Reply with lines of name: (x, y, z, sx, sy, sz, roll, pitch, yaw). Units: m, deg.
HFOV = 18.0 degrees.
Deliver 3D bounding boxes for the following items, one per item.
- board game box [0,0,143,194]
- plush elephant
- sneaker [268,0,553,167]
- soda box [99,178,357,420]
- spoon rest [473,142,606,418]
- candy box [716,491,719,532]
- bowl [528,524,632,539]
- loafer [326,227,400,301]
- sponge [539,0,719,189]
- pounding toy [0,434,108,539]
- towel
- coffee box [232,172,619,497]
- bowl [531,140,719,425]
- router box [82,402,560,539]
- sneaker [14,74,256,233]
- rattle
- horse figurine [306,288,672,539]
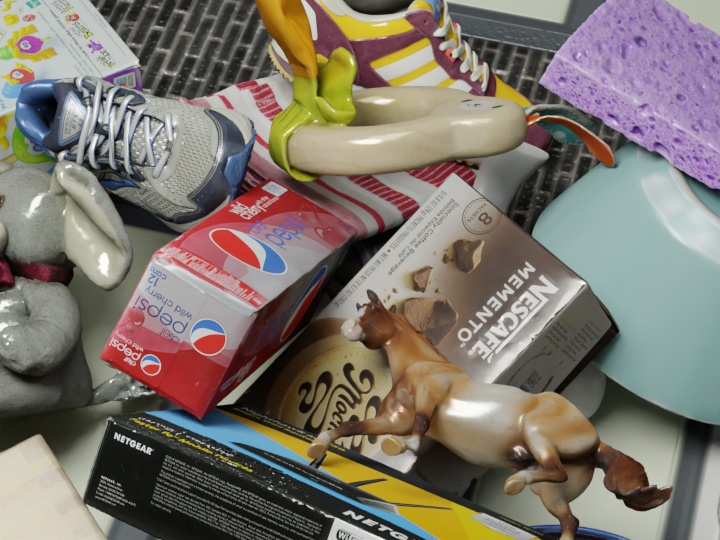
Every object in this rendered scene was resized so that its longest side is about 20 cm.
board game box: (-0.247, -0.088, 1.438, 0.200, 0.103, 0.105, -23, 50, -21)
plush elephant: (-0.206, 0.008, 1.310, 0.200, 0.165, 0.155, -8, 87, -29)
sneaker: (0.046, -0.135, 1.459, 0.200, 0.090, 0.075, 19, 30, -18)
soda box: (-0.067, 0.011, 1.219, 0.063, 0.070, 0.200, 31, 18, 7)
spoon rest: (0.100, 0.011, 1.386, 0.099, 0.061, 0.200, 20, 44, -29)
candy box: (0.266, 0.193, 1.231, 0.115, 0.055, 0.200, -1, 48, -2)
bowl: (0.109, 0.222, 1.213, 0.201, 0.039, 0.201, 1, 49, -1)
loafer: (0.000, 0.000, 1.407, 0.072, 0.063, 0.200, -4, 44, -49)
sponge: (0.213, -0.088, 1.318, 0.200, 0.030, 0.112, 34, 40, 8)
pounding toy: (-0.201, 0.172, 1.173, 0.200, 0.184, 0.142, -27, 66, -23)
towel: (-0.016, -0.078, 1.425, 0.144, 0.023, 0.200, 37, 30, 19)
coffee box: (0.033, 0.060, 1.278, 0.200, 0.080, 0.113, -46, 60, -3)
bowl: (0.211, -0.016, 1.345, 0.201, 0.105, 0.201, 15, 41, -13)
router box: (-0.016, 0.126, 1.136, 0.200, 0.051, 0.149, 22, 8, 22)
sneaker: (-0.138, -0.073, 1.310, 0.200, 0.085, 0.077, 15, 86, 53)
rattle: (0.043, -0.125, 1.327, 0.200, 0.130, 0.143, -4, 91, 15)
horse figurine: (0.066, 0.084, 1.165, 0.200, 0.050, 0.133, 20, 25, 13)
